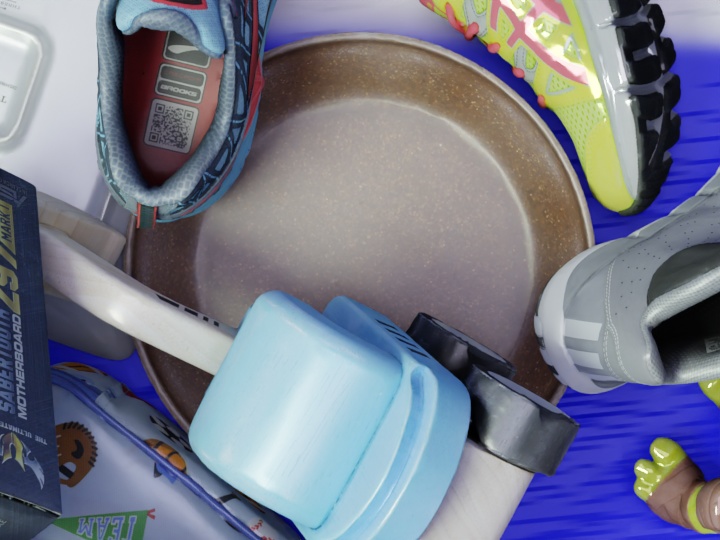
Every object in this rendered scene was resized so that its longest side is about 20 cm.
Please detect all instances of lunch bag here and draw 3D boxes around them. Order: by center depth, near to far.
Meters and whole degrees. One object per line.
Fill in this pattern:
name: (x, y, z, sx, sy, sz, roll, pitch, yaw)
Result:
lunch bag: (-0.107, 0.148, 0.834, 0.200, 0.076, 0.160, 41, 91, 4)

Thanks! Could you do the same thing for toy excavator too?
toy excavator: (-0.042, 0.038, 0.778, 0.200, 0.194, 0.100, 28, 95, -24)

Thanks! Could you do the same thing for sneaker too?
sneaker: (-0.062, -0.113, 0.777, 0.079, 0.096, 0.201, 6, 100, 0)
sneaker: (0.174, -0.008, 0.790, 0.200, 0.115, 0.075, -36, 107, -16)
sneaker: (0.073, -0.114, 0.846, 0.090, 0.078, 0.200, -19, 91, 23)

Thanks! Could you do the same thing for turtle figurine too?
turtle figurine: (0.181, 0.080, 0.783, 0.064, 0.161, 0.200, 22, 95, -21)

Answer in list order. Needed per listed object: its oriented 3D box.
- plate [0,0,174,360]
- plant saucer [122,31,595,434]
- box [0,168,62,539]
plate: (-0.165, -0.084, 0.865, 0.199, 0.032, 0.200, 18, 88, 3)
plant saucer: (0.000, 0.000, 0.848, 0.200, 0.037, 0.201, 0, 92, 5)
box: (-0.197, 0.071, 0.768, 0.200, 0.051, 0.158, -38, 46, 31)
